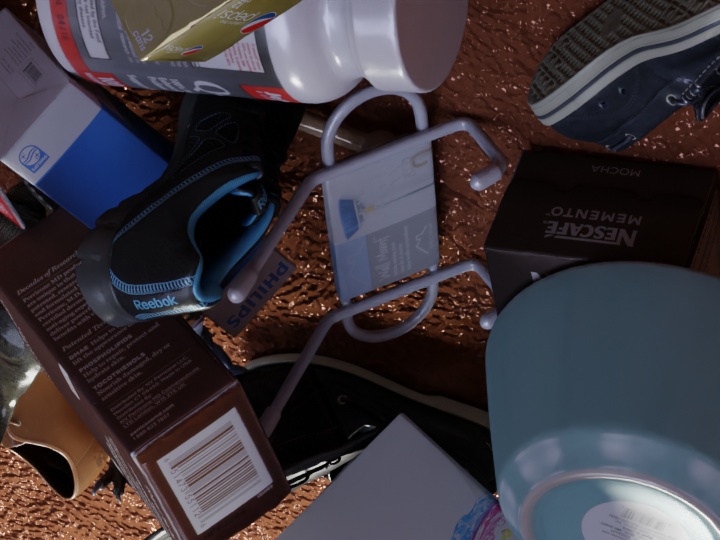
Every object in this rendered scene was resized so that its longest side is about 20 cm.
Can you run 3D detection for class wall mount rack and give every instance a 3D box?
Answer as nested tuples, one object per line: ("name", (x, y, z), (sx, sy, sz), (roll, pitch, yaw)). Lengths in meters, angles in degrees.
("wall mount rack", (0.000, 0.000, 1.128), (0.075, 0.173, 0.201), (55, 161, 40))

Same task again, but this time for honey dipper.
("honey dipper", (-0.071, -0.098, 1.155), (0.198, 0.038, 0.038), (23, 142, 4))

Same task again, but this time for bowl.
("bowl", (0.149, 0.101, 1.066), (0.199, 0.106, 0.202), (13, 139, 12))

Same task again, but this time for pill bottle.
("pill bottle", (-0.054, -0.145, 1.027), (0.198, 0.116, 0.116), (8, 138, 24))

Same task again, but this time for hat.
("hat", (-0.073, 0.102, 1.223), (0.200, 0.200, 0.081), (-34, 81, 48))

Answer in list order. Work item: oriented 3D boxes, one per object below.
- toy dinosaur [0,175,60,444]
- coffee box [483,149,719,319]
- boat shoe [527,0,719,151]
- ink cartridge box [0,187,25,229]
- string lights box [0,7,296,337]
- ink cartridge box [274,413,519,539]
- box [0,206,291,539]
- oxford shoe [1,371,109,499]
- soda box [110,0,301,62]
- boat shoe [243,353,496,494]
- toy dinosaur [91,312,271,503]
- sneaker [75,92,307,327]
("toy dinosaur", (-0.216, 0.012, 1.242), (0.102, 0.202, 0.077), (7, 177, 34))
("coffee box", (0.143, 0.036, 1.141), (0.112, 0.080, 0.201), (7, 138, 21))
("boat shoe", (0.158, -0.111, 0.977), (0.062, 0.075, 0.200), (34, 147, -17))
("ink cartridge box", (-0.289, -0.108, 1.187), (0.200, 0.045, 0.177), (30, 152, 54))
("string lights box", (-0.133, -0.053, 1.145), (0.200, 0.059, 0.103), (41, -177, -41))
("ink cartridge box", (0.051, 0.215, 1.172), (0.200, 0.145, 0.146), (42, 168, 25))
("box", (-0.128, 0.057, 1.136), (0.200, 0.075, 0.101), (46, 164, 44))
("oxford shoe", (-0.243, 0.082, 1.437), (0.071, 0.072, 0.200), (-11, 127, 41))
("soda box", (-0.105, -0.199, 0.947), (0.067, 0.064, 0.201), (-29, 82, 24))
("boat shoe", (0.002, 0.112, 1.325), (0.198, 0.066, 0.075), (18, 143, 13))
("toy dinosaur", (-0.139, 0.061, 1.318), (0.199, 0.105, 0.183), (32, 128, 31))
("sneaker", (-0.065, -0.048, 1.066), (0.081, 0.201, 0.073), (-1, 138, 39))
